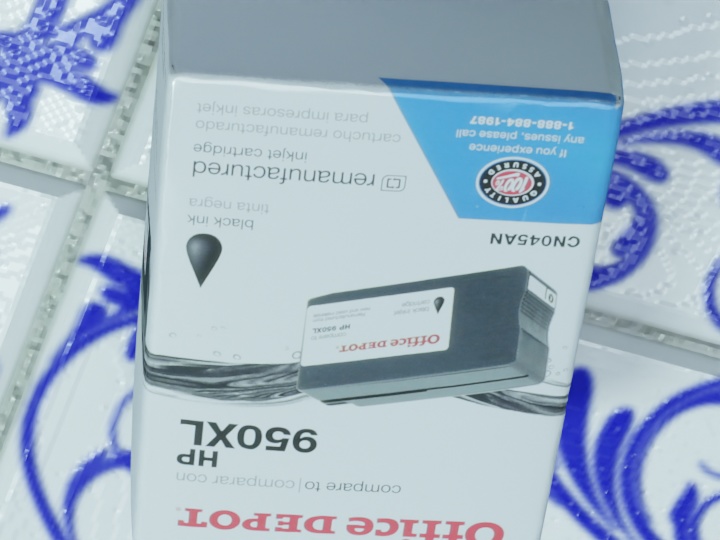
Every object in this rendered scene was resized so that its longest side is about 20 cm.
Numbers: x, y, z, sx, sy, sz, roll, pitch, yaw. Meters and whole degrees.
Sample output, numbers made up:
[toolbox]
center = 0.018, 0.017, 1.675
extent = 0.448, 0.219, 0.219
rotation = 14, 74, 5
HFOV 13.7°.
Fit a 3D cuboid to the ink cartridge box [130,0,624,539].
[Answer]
[ink cartridge box]
center = 0.000, 0.000, 0.996
extent = 0.144, 0.084, 0.200
rotation = 3, 127, -5
